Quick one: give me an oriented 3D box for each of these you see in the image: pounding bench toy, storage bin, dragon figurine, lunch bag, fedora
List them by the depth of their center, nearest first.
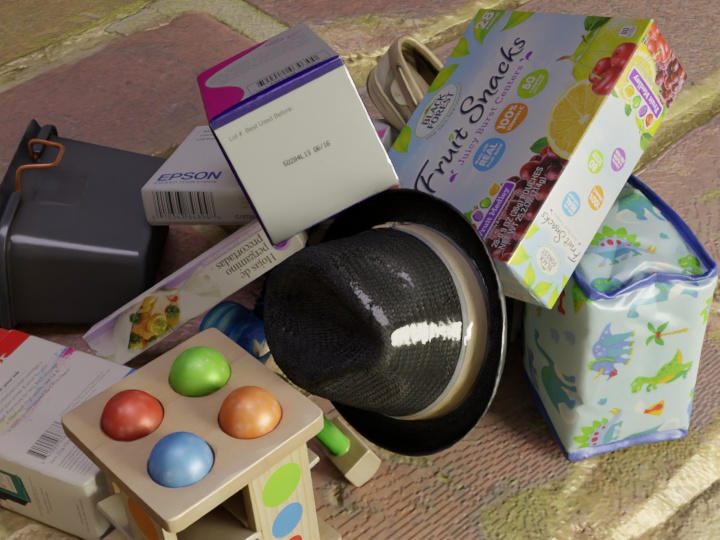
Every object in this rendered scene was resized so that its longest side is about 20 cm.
[{"bbox_3d":[0.000,0.035,0.775,0.091,0.201,0.201,-1,30,-39],"label":"fedora"},{"bbox_3d":[-0.077,0.122,0.801,0.200,0.156,0.124,-32,46,-31],"label":"pounding bench toy"},{"bbox_3d":[0.171,0.014,0.901,0.127,0.170,0.200,-8,39,-10],"label":"lunch bag"},{"bbox_3d":[-0.096,0.063,0.953,0.099,0.059,0.200,20,40,31],"label":"dragon figurine"},{"bbox_3d":[-0.247,-0.043,1.052,0.134,0.146,0.200,6,39,-3],"label":"storage bin"}]

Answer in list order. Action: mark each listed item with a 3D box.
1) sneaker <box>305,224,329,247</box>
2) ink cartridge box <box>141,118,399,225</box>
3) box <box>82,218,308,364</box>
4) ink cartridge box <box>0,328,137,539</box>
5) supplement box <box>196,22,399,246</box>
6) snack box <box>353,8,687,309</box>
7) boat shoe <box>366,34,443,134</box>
[{"bbox_3d":[0.000,0.000,0.965,0.086,0.078,0.200,-47,23,13],"label":"sneaker"},{"bbox_3d":[-0.071,-0.102,1.058,0.196,0.043,0.200,0,31,14],"label":"ink cartridge box"},{"bbox_3d":[-0.135,0.014,0.958,0.200,0.039,0.041,-33,11,9],"label":"box"},{"bbox_3d":[-0.250,0.118,0.895,0.200,0.067,0.116,15,42,23],"label":"ink cartridge box"},{"bbox_3d":[-0.053,-0.109,0.872,0.101,0.104,0.200,-27,22,0],"label":"supplement box"},{"bbox_3d":[0.109,-0.088,0.838,0.168,0.068,0.200,20,72,49],"label":"snack box"},{"bbox_3d":[0.088,-0.121,1.032,0.072,0.065,0.200,-35,82,-35],"label":"boat shoe"}]
